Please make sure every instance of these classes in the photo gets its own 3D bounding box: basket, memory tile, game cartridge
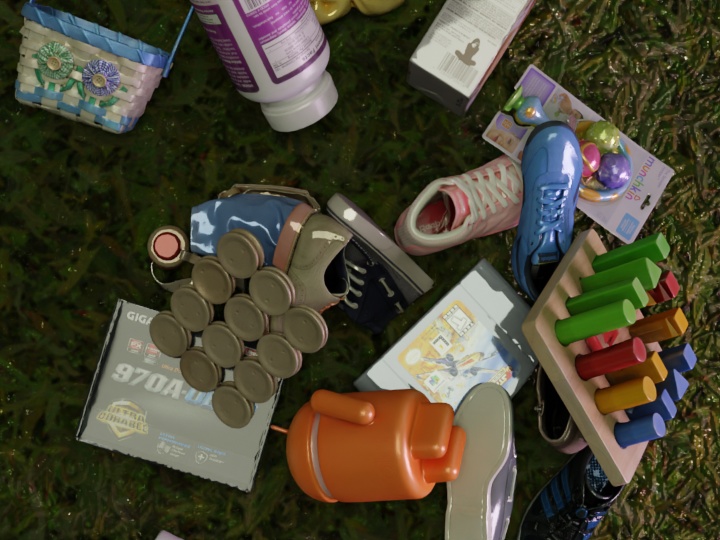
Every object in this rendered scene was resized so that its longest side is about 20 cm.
[{"bbox_3d":[-0.272,-0.255,1.725,0.175,0.139,0.201,18,94,0],"label":"basket"},{"bbox_3d":[-0.127,0.061,1.657,0.153,0.017,0.200,47,130,4],"label":"memory tile"},{"bbox_3d":[0.107,0.101,1.757,0.200,0.042,0.133,-44,83,-4],"label":"game cartridge"}]

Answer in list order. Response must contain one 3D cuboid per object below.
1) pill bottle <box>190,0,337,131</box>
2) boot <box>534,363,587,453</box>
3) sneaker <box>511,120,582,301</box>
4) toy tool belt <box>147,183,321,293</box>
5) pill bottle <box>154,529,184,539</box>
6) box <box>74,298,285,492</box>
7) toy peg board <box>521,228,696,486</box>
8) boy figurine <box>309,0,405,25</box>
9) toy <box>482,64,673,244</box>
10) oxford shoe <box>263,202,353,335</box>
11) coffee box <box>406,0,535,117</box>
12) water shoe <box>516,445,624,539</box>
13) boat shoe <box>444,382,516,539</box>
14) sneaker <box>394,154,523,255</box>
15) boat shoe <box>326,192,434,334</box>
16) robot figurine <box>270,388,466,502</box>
[{"bbox_3d":[-0.099,-0.250,1.706,0.112,0.112,0.201,-28,122,-3],"label":"pill bottle"},{"bbox_3d":[0.224,0.090,1.701,0.070,0.146,0.201,-4,88,24],"label":"boot"},{"bbox_3d":[0.200,-0.058,1.698,0.065,0.079,0.201,1,125,-5],"label":"sneaker"},{"bbox_3d":[-0.133,-0.033,1.719,0.199,0.123,0.126,-1,85,-1],"label":"toy tool belt"},{"bbox_3d":[-0.142,0.359,1.697,0.199,0.110,0.110,27,86,1],"label":"pill bottle"},{"bbox_3d":[-0.189,0.135,1.743,0.199,0.046,0.160,17,85,0],"label":"box"},{"bbox_3d":[0.280,0.075,1.648,0.097,0.200,0.200,-21,108,36],"label":"toy peg board"},{"bbox_3d":[-0.047,-0.325,1.771,0.199,0.064,0.125,7,87,-1],"label":"boy figurine"},{"bbox_3d":[0.243,-0.133,1.747,0.199,0.047,0.115,35,64,1],"label":"toy"},{"bbox_3d":[-0.053,0.027,1.648,0.073,0.201,0.071,23,45,13],"label":"oxford shoe"},{"bbox_3d":[0.134,-0.278,1.746,0.079,0.114,0.201,32,85,2],"label":"coffee box"},{"bbox_3d":[0.230,0.243,1.726,0.071,0.079,0.201,32,86,2],"label":"water shoe"},{"bbox_3d":[0.133,0.217,1.728,0.072,0.062,0.201,8,93,31],"label":"boat shoe"},{"bbox_3d":[0.131,-0.076,1.737,0.199,0.105,0.076,-25,85,-4],"label":"sneaker"},{"bbox_3d":[0.000,0.000,1.692,0.093,0.200,0.075,-46,51,2],"label":"boat shoe"},{"bbox_3d":[0.007,0.182,1.692,0.199,0.144,0.117,-7,82,24],"label":"robot figurine"}]
